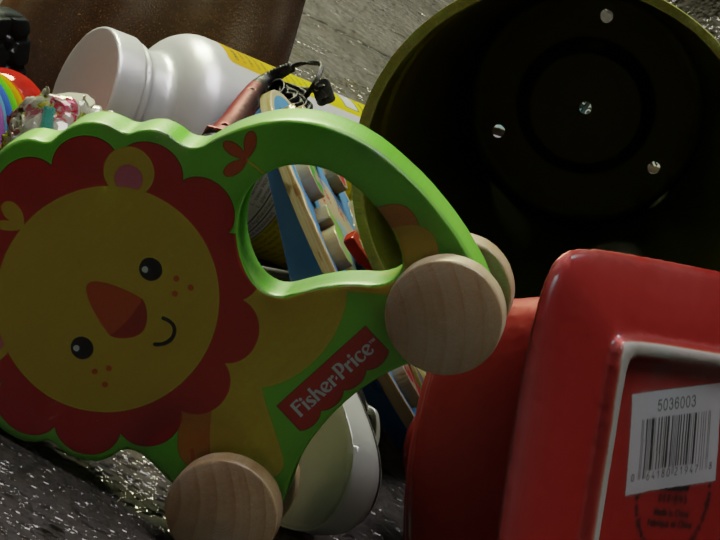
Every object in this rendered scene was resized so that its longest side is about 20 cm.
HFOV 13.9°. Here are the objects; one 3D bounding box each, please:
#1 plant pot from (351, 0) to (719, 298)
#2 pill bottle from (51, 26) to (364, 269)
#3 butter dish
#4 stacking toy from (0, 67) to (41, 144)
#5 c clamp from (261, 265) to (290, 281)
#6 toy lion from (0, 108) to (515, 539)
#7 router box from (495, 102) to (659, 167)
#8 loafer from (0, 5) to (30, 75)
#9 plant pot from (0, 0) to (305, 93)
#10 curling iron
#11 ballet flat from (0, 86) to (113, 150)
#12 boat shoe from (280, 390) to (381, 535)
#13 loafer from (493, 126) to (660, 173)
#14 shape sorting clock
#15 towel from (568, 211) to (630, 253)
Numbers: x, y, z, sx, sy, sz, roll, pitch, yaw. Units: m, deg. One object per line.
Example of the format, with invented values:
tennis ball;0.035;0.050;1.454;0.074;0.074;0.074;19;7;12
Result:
plant pot;0.107;-0.063;1.482;0.200;0.201;0.193;30;16;0
pill bottle;-0.071;-0.068;1.648;0.200;0.104;0.104;22;15;-32
butter dish;0.083;0.089;1.311;0.148;0.200;0.200;10;0;40
stacking toy;-0.200;-0.071;1.476;0.085;0.085;0.200;31;7;6
c clamp;-0.099;-0.011;1.390;0.171;0.027;0.200;7;0;-2
toy lion;-0.066;0.008;1.207;0.192;0.200;0.069;48;14;-4
router box;0.148;-0.032;1.876;0.062;0.150;0.200;19;17;-39
loafer;-0.252;-0.116;1.550;0.070;0.068;0.200;12;10;27
plant pot;-0.106;-0.189;1.816;0.187;0.200;0.187;27;14;-7
curling iron;-0.064;-0.068;1.519;0.200;0.050;0.026;-48;122;-59
ballet flat;-0.135;-0.052;1.430;0.075;0.064;0.200;4;-2;-2
boat shoe;-0.024;0.063;1.339;0.064;0.071;0.200;21;14;-29
loafer;0.117;-0.046;1.667;0.200;0.073;0.071;20;54;-16
shape sorting clock;0.000;0.000;1.475;0.200;0.039;0.200;-22;90;-81
towel;0.129;0.017;1.534;0.146;0.030;0.200;-7;25;8
